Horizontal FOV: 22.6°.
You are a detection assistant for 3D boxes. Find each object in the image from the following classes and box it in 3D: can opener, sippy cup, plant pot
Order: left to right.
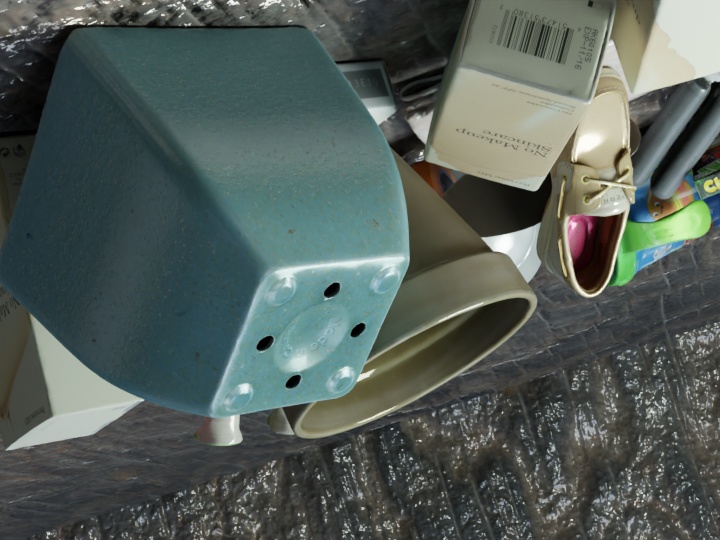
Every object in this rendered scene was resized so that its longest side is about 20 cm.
[{"bbox_3d":[-0.081,-0.018,1.136,0.195,0.200,0.197,-7,132,-41],"label":"plant pot"},{"bbox_3d":[0.000,0.000,1.315,0.200,0.174,0.200,-28,163,-9],"label":"plant pot"},{"bbox_3d":[0.276,-0.069,1.729,0.130,0.178,0.140,-20,145,-10],"label":"sippy cup"},{"bbox_3d":[0.281,-0.131,1.464,0.053,0.067,0.200,25,127,-9],"label":"can opener"}]

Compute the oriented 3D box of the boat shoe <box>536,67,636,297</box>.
[{"bbox_3d":[0.188,-0.065,1.429,0.074,0.069,0.200,-15,133,-18],"label":"boat shoe"}]

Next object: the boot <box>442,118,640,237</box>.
[{"bbox_3d":[0.155,-0.083,1.574,0.186,0.064,0.200,-22,-176,3],"label":"boot"}]

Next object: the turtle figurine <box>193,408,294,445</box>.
[{"bbox_3d":[-0.104,0.035,1.477,0.200,0.195,0.144,2,-170,32],"label":"turtle figurine"}]

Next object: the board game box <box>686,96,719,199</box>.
[{"bbox_3d":[0.339,-0.124,1.577,0.105,0.024,0.200,-20,-161,15],"label":"board game box"}]

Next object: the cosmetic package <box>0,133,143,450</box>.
[{"bbox_3d":[-0.225,0.014,1.264,0.073,0.200,0.103,-8,165,-33],"label":"cosmetic package"}]

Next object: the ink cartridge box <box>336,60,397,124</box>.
[{"bbox_3d":[-0.099,-0.095,1.320,0.200,0.044,0.174,-9,167,-33],"label":"ink cartridge box"}]

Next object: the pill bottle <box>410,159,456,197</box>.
[{"bbox_3d":[-0.010,-0.033,1.568,0.200,0.106,0.106,-21,167,18],"label":"pill bottle"}]

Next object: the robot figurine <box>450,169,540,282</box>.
[{"bbox_3d":[0.114,-0.036,1.702,0.170,0.113,0.200,-52,165,1],"label":"robot figurine"}]

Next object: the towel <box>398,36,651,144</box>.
[{"bbox_3d":[0.140,-0.144,1.444,0.200,0.032,0.191,-19,167,11],"label":"towel"}]

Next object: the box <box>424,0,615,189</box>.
[{"bbox_3d":[0.105,-0.129,1.242,0.095,0.078,0.200,15,165,1],"label":"box"}]

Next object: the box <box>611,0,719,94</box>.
[{"bbox_3d":[0.207,-0.193,1.163,0.078,0.095,0.200,-16,167,0],"label":"box"}]
